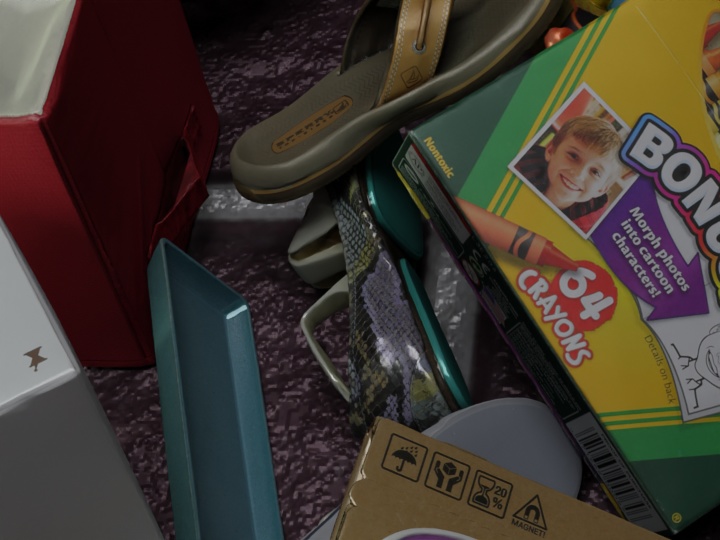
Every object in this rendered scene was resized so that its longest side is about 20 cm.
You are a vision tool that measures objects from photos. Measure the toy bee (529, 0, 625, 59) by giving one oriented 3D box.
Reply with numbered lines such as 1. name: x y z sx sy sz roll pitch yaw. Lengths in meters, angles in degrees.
1. toy bee: 0.117 -0.113 0.877 0.200 0.109 0.131 29 103 50

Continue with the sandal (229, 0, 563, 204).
1. sandal: 0.017 -0.106 0.847 0.200 0.054 0.080 -34 28 -2

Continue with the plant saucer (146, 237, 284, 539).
1. plant saucer: -0.065 0.078 0.808 0.019 0.070 0.200 -28 48 20

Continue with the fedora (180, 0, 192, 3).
1. fedora: -0.095 -0.224 1.030 0.200 0.092 0.201 -8 56 13

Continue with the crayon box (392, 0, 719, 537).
1. crayon box: 0.140 -0.014 0.781 0.172 0.058 0.200 -32 84 -13

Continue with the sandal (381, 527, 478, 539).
1. sandal: 0.095 0.143 0.656 0.202 0.050 0.083 14 60 -11

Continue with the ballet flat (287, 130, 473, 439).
1. ballet flat: 0.000 0.000 0.854 0.072 0.072 0.201 -13 49 1

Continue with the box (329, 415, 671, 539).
1. box: 0.071 0.163 0.680 0.200 0.021 0.164 23 59 -5

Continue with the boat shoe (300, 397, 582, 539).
1. boat shoe: 0.012 0.118 0.753 0.200 0.071 0.070 -36 7 -37

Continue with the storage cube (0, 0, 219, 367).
1. storage cube: -0.184 -0.075 0.878 0.199 0.180 0.171 1 52 14

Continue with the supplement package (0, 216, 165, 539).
1. supplement package: -0.160 0.084 0.734 0.121 0.200 0.120 -26 52 -10
